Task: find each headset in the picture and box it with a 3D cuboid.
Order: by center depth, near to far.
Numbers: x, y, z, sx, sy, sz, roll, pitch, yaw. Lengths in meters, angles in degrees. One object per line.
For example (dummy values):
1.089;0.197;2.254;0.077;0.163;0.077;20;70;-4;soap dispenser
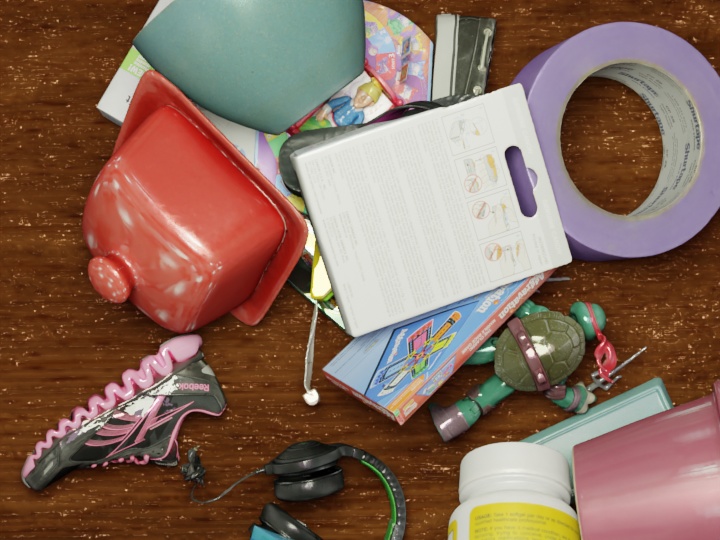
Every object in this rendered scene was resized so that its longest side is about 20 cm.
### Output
-0.060;0.203;1.456;0.198;0.094;0.125;18;87;-13;headset

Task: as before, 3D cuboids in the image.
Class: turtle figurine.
0.143;0.066;1.444;0.198;0.101;0.151;-24;87;1;turtle figurine

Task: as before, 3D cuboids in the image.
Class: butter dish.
-0.167;-0.027;1.398;0.199;0.200;0.148;44;56;6;butter dish

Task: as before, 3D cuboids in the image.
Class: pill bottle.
0.127;0.252;1.369;0.113;0.115;0.202;3;59;1;pill bottle

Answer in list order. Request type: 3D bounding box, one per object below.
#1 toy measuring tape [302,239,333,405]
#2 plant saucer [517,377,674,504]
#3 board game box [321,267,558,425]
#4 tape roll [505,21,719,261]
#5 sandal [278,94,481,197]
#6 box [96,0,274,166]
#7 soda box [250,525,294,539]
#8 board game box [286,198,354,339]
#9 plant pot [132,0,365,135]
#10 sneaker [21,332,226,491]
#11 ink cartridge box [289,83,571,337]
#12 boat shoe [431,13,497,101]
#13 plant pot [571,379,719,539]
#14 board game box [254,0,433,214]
-0.009;0.019;1.450;0.073;0.074;0.202;5;87;2;toy measuring tape
0.192;0.166;1.472;0.198;0.019;0.070;-24;83;-1;plant saucer
0.069;0.041;1.424;0.200;0.103;0.020;-43;128;-18;board game box
0.221;-0.110;1.450;0.198;0.085;0.202;0;88;-13;tape roll
0.027;-0.107;1.424;0.198;0.048;0.076;-14;71;-1;sandal
-0.123;-0.192;1.513;0.155;0.041;0.201;30;85;4;box
-0.004;0.280;1.397;0.199;0.068;0.065;23;83;-22;soda box
0.000;0.000;1.494;0.200;0.023;0.105;41;83;6;board game box
-0.072;-0.194;1.390;0.199;0.200;0.135;-36;95;-4;plant pot
-0.204;0.143;1.460;0.199;0.079;0.096;-35;95;-2;sneaker
0.058;-0.052;1.394;0.198;0.057;0.164;-19;102;-7;ink cartridge box
0.094;-0.133;1.486;0.063;0.071;0.202;3;81;2;boat shoe
0.273;0.197;1.385;0.177;0.200;0.202;-9;82;11;plant pot
-0.013;-0.145;1.472;0.156;0.039;0.202;4;86;-6;board game box
